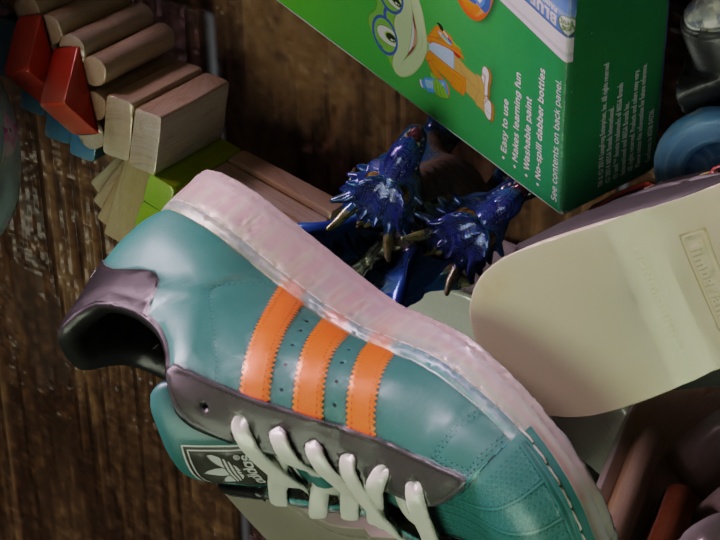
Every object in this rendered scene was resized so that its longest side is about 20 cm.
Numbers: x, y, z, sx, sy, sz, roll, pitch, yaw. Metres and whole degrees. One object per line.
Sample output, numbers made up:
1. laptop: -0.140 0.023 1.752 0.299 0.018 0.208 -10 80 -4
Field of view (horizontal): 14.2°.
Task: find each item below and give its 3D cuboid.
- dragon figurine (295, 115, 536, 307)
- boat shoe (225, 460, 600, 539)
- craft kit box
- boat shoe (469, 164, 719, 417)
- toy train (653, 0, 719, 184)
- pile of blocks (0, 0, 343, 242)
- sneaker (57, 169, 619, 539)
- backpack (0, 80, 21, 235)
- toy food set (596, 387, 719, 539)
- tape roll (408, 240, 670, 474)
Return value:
1. dragon figurine: 0.000 0.000 0.968 0.059 0.099 0.200 48 137 1
2. boat shoe: 0.015 0.082 1.049 0.073 0.063 0.200 51 158 -27
3. craft kit box: 0.015 -0.148 0.868 0.198 0.048 0.200 42 146 38
4. boat shoe: 0.126 -0.001 0.814 0.201 0.063 0.074 -10 102 41
5. toy train: 0.169 -0.010 0.894 0.114 0.087 0.200 -11 122 28
6. pile of blocks: -0.093 -0.051 1.038 0.200 0.062 0.082 50 126 5
7. sneaker: -0.011 0.048 0.874 0.200 0.080 0.071 34 158 37
8. backpack: -0.200 -0.082 1.008 0.200 0.167 0.127 62 -171 29
9. toy food set: 0.145 0.102 0.931 0.143 0.200 0.060 41 114 -1
10. tape roll: 0.041 0.073 1.096 0.203 0.037 0.203 19 134 21
